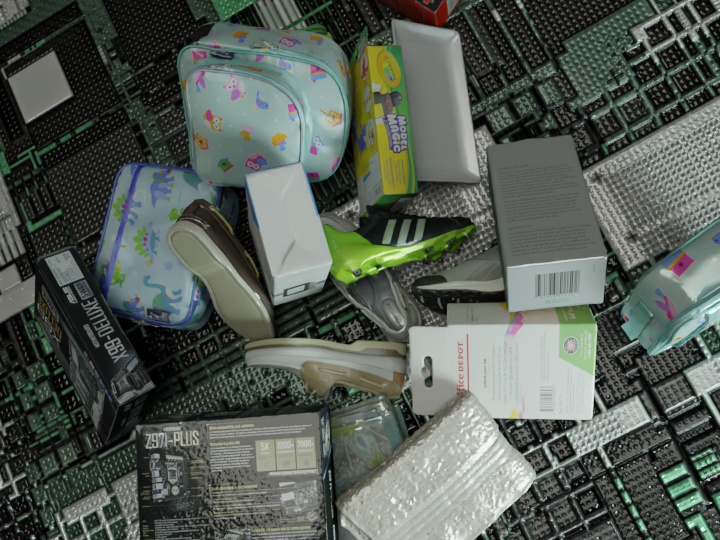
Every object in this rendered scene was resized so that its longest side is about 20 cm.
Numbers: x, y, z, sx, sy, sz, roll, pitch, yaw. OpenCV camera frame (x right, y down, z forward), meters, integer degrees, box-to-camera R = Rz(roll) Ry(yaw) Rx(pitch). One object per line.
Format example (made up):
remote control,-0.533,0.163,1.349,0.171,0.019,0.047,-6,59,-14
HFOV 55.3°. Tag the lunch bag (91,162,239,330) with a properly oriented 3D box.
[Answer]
lunch bag,-0.253,-0.031,0.874,0.159,0.082,0.203,13,84,14

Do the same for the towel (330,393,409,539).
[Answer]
towel,-0.011,0.260,0.800,0.169,0.048,0.203,-17,91,11

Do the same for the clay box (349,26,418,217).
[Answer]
clay box,0.022,-0.174,0.823,0.047,0.115,0.203,-3,82,-14

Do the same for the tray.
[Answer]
tray,0.089,-0.204,0.846,0.106,0.022,0.203,-2,81,-30

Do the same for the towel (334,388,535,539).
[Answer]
towel,0.082,0.239,0.744,0.199,0.034,0.133,-40,102,-4

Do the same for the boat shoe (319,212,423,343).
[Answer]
boat shoe,0.000,0.000,0.828,0.071,0.069,0.200,-44,73,4

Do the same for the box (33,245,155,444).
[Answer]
box,-0.329,0.095,0.836,0.049,0.158,0.201,-26,76,-35

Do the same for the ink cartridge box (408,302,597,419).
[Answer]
ink cartridge box,0.156,0.100,0.771,0.197,0.067,0.119,-1,110,9

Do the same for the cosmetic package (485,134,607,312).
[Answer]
cosmetic package,0.197,-0.056,0.751,0.100,0.072,0.202,-6,46,10

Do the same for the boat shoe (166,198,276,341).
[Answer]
boat shoe,-0.152,0.006,0.818,0.071,0.201,0.060,-9,40,30

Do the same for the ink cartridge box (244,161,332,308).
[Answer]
ink cartridge box,-0.086,-0.032,0.797,0.066,0.200,0.117,-16,80,-10

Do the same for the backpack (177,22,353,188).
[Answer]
backpack,-0.105,-0.186,0.801,0.197,0.154,0.178,1,126,-4

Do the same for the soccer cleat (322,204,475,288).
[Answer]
soccer cleat,0.046,-0.043,0.796,0.198,0.068,0.082,-15,67,-27

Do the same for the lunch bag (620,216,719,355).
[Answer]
lunch bag,0.348,0.017,0.706,0.160,0.200,0.077,-37,68,3

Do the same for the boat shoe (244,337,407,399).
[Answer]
boat shoe,-0.044,0.118,0.819,0.197,0.075,0.070,1,81,7

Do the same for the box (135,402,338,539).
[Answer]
box,-0.129,0.235,0.735,0.197,0.086,0.166,-5,85,4

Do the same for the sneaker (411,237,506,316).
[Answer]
sneaker,0.157,0.003,0.810,0.197,0.074,0.080,-11,61,8

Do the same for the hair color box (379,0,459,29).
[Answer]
hair color box,0.042,-0.403,0.879,0.199,0.061,0.102,34,90,13

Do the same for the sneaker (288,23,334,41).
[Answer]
sneaker,-0.121,-0.259,0.894,0.197,0.074,0.084,-16,47,15
